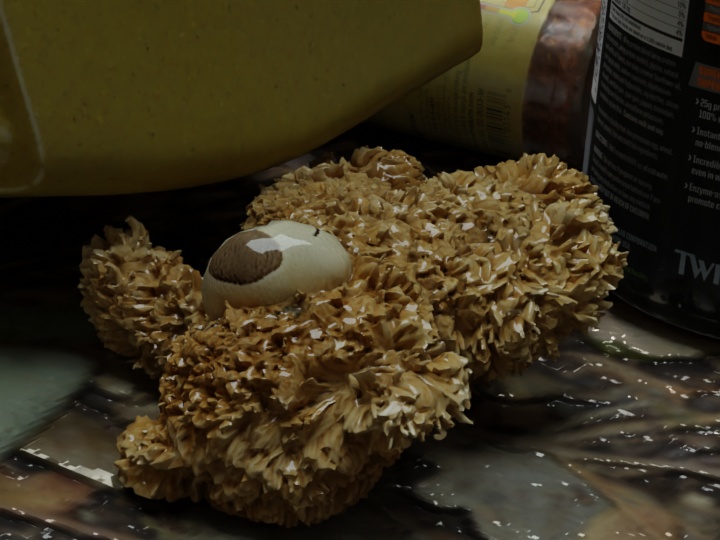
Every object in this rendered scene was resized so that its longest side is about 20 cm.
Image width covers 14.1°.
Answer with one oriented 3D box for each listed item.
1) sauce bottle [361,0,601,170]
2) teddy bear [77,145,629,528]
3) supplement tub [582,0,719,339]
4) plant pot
[{"bbox_3d":[-0.008,-0.084,0.990,0.200,0.066,0.066,15,25,19],"label":"sauce bottle"},{"bbox_3d":[0.000,0.000,0.791,0.145,0.067,0.200,17,25,31],"label":"teddy bear"},{"bbox_3d":[0.133,-0.088,0.853,0.122,0.200,0.123,5,23,-2],"label":"supplement tub"},{"bbox_3d":[-0.104,-0.113,0.846,0.194,0.196,0.200,-1,24,27],"label":"plant pot"}]
